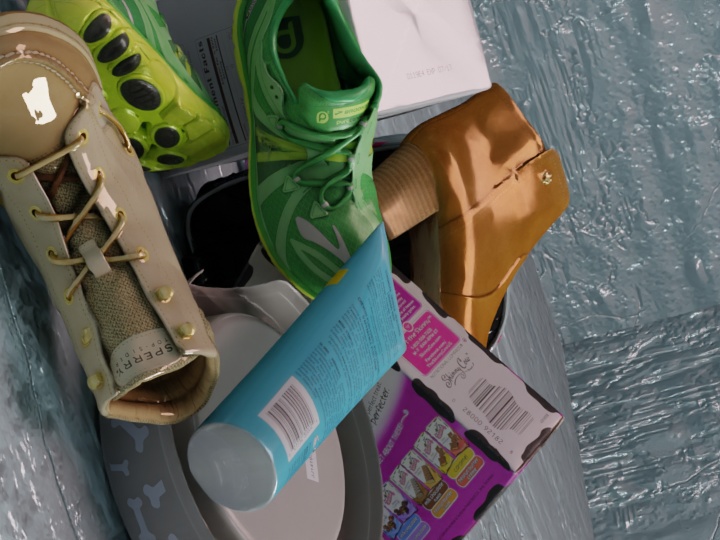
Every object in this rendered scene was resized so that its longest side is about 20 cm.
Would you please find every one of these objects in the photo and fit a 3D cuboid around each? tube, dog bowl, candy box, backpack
[{"bbox_3d":[-0.021,0.052,1.149,0.200,0.050,0.078,-46,136,-52],"label":"tube"},{"bbox_3d":[-0.065,0.098,1.183,0.200,0.058,0.202,38,42,-45],"label":"dog bowl"},{"bbox_3d":[0.007,0.070,1.306,0.200,0.137,0.061,41,49,6],"label":"candy box"},{"bbox_3d":[0.000,0.000,1.445,0.151,0.198,0.179,-51,125,-79],"label":"backpack"}]

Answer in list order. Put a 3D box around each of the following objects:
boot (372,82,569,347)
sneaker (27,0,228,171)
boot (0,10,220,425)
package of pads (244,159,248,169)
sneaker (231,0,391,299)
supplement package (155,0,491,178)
[{"bbox_3d":[0.081,-0.001,1.352,0.071,0.144,0.203,3,-59,55],"label":"boot"},{"bbox_3d":[-0.125,-0.119,1.220,0.200,0.073,0.084,58,23,-61],"label":"sneaker"},{"bbox_3d":[-0.129,-0.019,1.022,0.200,0.072,0.156,70,-4,-66],"label":"boot"},{"bbox_3d":[-0.020,-0.008,1.685,0.200,0.075,0.121,65,3,-52],"label":"package of pads"},{"bbox_3d":[-0.026,-0.074,1.224,0.083,0.073,0.202,167,-91,-70],"label":"sneaker"},{"bbox_3d":[-0.037,-0.137,1.361,0.113,0.199,0.111,-16,92,-46],"label":"supplement package"}]
